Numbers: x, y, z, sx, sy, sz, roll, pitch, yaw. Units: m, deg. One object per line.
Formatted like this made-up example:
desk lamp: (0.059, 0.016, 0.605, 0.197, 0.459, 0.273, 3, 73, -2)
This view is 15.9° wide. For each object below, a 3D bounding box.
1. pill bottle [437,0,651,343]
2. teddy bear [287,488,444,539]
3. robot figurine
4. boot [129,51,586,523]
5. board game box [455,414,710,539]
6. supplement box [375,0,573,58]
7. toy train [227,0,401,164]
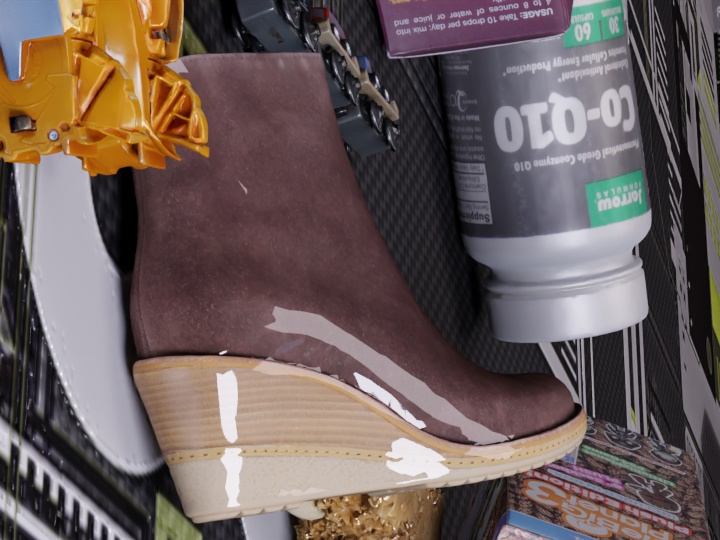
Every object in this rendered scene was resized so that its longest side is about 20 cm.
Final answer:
pill bottle: (0.109, -0.066, 1.496, 0.113, 0.113, 0.201, -43, 125, -73)
teddy bear: (-0.002, 0.116, 1.089, 0.200, 0.067, 0.145, 71, 27, -64)
robot figurine: (-0.091, -0.132, 0.803, 0.145, 0.058, 0.201, -1, 86, -78)
boot: (0.000, 0.000, 0.950, 0.200, 0.072, 0.167, -4, 83, -41)
board game box: (0.084, 0.166, 1.148, 0.200, 0.097, 0.160, -74, -178, -75)
supplement box: (0.051, -0.231, 1.347, 0.131, 0.103, 0.201, -72, 152, -60)
toy train: (-0.020, -0.094, 1.147, 0.200, 0.034, 0.046, 45, 28, -68)
